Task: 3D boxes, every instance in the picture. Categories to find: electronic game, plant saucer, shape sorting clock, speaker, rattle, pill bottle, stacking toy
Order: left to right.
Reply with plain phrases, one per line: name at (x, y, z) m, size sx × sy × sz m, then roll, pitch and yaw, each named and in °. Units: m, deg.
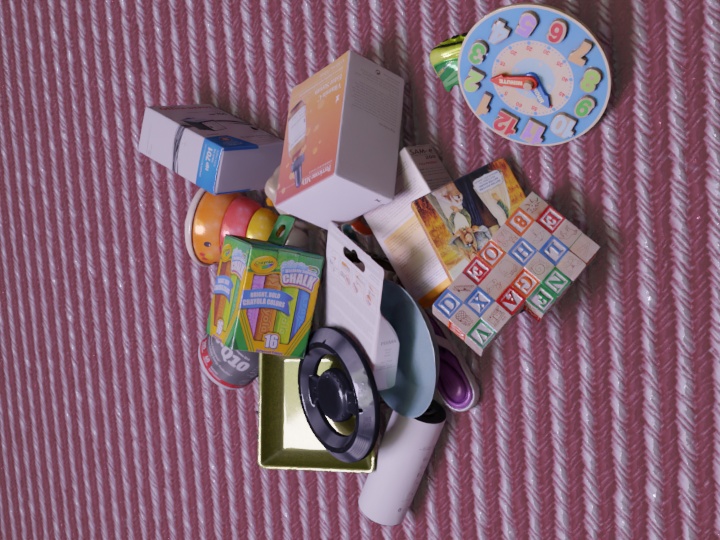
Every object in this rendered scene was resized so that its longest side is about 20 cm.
stacking toy at (-0.176, -0.064, 1.698) m, size 0.198 × 0.146 × 0.148 m, roll 12°, pitch 106°, yaw 22°
pill bottle at (-0.175, 0.105, 1.717) m, size 0.200 × 0.113 × 0.114 m, roll -42°, pitch 71°, yaw 37°
plant saucer at (-0.062, 0.211, 1.616) m, size 0.198 × 0.048 × 0.202 m, roll -2°, pitch 84°, yaw 21°
rattle at (-0.060, -0.079, 1.619) m, size 0.199 × 0.130 × 0.143 m, roll 33°, pitch 133°, yaw 2°
electronic game at (-0.033, 0.182, 1.512) m, size 0.199 × 0.041 × 0.202 m, roll 21°, pitch 115°, yaw 52°
speaker at (0.064, 0.286, 1.569) m, size 0.081 × 0.081 × 0.201 m, roll 35°, pitch 119°, yaw 30°
plant saucer at (0.064, 0.109, 1.482) m, size 0.201 × 0.038 × 0.203 m, roll 30°, pitch 125°, yaw 53°
shape sorting clock at (0.218, -0.243, 1.307) m, size 0.198 × 0.039 × 0.201 m, roll 17°, pitch 138°, yaw 15°

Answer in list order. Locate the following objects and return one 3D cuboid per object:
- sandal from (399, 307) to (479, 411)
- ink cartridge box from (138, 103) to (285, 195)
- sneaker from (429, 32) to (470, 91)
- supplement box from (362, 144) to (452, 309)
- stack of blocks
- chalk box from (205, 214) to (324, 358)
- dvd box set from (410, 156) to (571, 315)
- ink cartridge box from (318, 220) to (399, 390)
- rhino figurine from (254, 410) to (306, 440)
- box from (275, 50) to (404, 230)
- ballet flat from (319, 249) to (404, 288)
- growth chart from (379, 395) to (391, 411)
sandal at (0.101, 0.120, 1.520) m, size 0.203 × 0.050 × 0.083 m, roll 48°, pitch 117°, yaw 18°
ink cartridge box at (-0.245, -0.203, 1.700) m, size 0.199 × 0.146 × 0.087 m, roll 31°, pitch 118°, yaw 32°
sneaker at (0.190, -0.277, 1.379) m, size 0.199 × 0.074 × 0.084 m, roll 4°, pitch 128°, yaw 36°
supplement box at (0.092, -0.063, 1.485) m, size 0.126 × 0.073 × 0.201 m, roll -39°, pitch 74°, yaw 37°
stack of blocks at (0.199, 0.014, 1.330) m, size 0.115 × 0.059 × 0.200 m, roll 41°, pitch 82°, yaw 12°
chalk box at (-0.139, 0.016, 1.538) m, size 0.125 × 0.123 × 0.202 m, roll 17°, pitch 97°, yaw 63°
dvd box set at (0.175, -0.035, 1.390) m, size 0.145 × 0.029 × 0.201 m, roll -25°, pitch 78°, yaw -4°
ink cartridge box at (0.000, 0.049, 1.489) m, size 0.161 × 0.050 × 0.202 m, roll 42°, pitch 132°, yaw 47°
rhino figurine at (-0.117, 0.241, 1.727) m, size 0.200 × 0.059 × 0.088 m, roll -36°, pitch 58°, yaw 40°
box at (-0.029, -0.183, 1.482) m, size 0.152 × 0.106 × 0.202 m, roll -22°, pitch 54°, yaw 48°
ballet flat at (0.000, 0.000, 1.574) m, size 0.199 × 0.071 × 0.070 m, roll 6°, pitch 80°, yaw 40°
growth chart at (0.014, 0.129, 1.624) m, size 0.144 × 0.018 × 0.202 m, roll -4°, pitch 95°, yaw 41°
